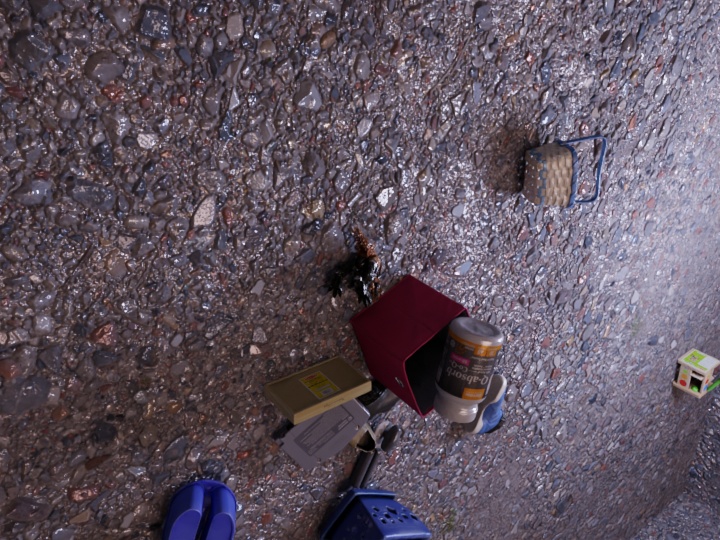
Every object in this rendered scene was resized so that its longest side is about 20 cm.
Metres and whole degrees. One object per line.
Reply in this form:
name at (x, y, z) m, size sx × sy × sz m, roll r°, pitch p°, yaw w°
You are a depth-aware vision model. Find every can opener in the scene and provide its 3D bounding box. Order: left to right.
can opener at (0.034, 0.477, 1.620) m, size 0.052 × 0.066 × 0.202 m, roll 16°, pitch 106°, yaw -41°

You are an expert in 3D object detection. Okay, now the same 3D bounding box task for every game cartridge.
game cartridge at (-0.082, 0.358, 1.435) m, size 0.199 × 0.040 × 0.134 m, roll -40°, pitch 112°, yaw -1°

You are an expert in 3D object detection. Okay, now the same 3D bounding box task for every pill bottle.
pill bottle at (0.222, 0.210, 1.328) m, size 0.115 × 0.116 × 0.202 m, roll -2°, pitch 112°, yaw -39°

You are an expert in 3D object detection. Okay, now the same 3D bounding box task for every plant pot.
plant pot at (0.026, 0.678, 1.616) m, size 0.199 × 0.180 × 0.201 m, roll 21°, pitch 108°, yaw -43°

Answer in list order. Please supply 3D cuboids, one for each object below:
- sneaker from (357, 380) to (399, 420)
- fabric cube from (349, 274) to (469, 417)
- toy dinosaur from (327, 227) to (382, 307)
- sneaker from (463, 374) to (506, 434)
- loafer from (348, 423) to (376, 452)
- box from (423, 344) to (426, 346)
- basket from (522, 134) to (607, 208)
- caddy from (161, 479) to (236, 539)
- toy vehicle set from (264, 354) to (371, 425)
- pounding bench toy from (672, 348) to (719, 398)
sneaker at (0.074, 0.298, 1.563) m, size 0.198 × 0.076 × 0.091 m, roll -25°, pitch 133°, yaw -17°
fabric cube at (0.126, 0.168, 1.445) m, size 0.199 × 0.199 × 0.197 m, roll -37°, pitch 131°, yaw -20°
toy dinosaur at (0.000, 0.000, 1.347) m, size 0.136 × 0.101 × 0.201 m, roll -51°, pitch 123°, yaw -39°
sneaker at (0.394, 0.398, 1.863) m, size 0.110 × 0.077 × 0.202 m, roll 15°, pitch 106°, yaw -37°
loafer at (-0.022, 0.379, 1.515) m, size 0.200 × 0.067 × 0.076 m, roll 38°, pitch 86°, yaw -42°
box at (0.221, 0.229, 1.664) m, size 0.198 × 0.038 × 0.138 m, roll -10°, pitch 118°, yaw -36°
basket at (0.515, -0.248, 1.584) m, size 0.197 × 0.140 × 0.178 m, roll -4°, pitch 118°, yaw -4°
caddy at (-0.336, 0.536, 1.315) m, size 0.140 × 0.105 × 0.202 m, roll 14°, pitch 104°, yaw -20°
toy vehicle set at (-0.091, 0.252, 1.357) m, size 0.198 × 0.124 × 0.027 m, roll -17°, pitch 122°, yaw -32°
pounding bench toy at (1.481, 0.467, 2.716) m, size 0.123 × 0.199 × 0.158 m, roll -23°, pitch 124°, yaw -29°
